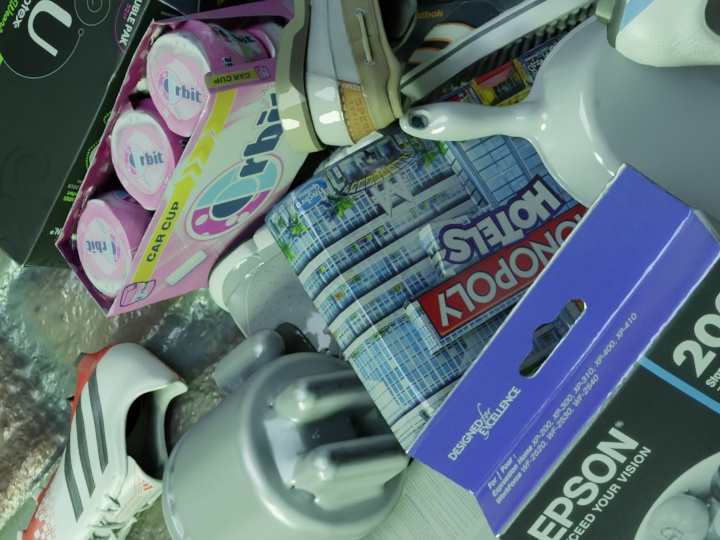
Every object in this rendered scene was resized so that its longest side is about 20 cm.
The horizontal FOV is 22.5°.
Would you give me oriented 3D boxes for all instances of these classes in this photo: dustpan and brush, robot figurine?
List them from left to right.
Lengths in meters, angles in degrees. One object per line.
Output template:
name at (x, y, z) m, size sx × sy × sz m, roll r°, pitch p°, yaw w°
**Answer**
robot figurine at (-0.048, 0.122, 1.071) m, size 0.200 × 0.112 × 0.171 m, roll -39°, pitch 59°, yaw 52°
dustpan and brush at (0.121, -0.085, 0.977) m, size 0.057 × 0.198 × 0.141 m, roll 160°, pitch 107°, yaw -66°

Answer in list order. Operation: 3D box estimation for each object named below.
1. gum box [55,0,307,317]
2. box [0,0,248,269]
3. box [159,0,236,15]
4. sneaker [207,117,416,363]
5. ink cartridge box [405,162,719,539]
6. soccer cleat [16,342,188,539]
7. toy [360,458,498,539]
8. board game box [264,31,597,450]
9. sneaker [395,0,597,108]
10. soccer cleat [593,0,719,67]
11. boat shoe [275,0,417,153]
gum box at (-0.095, -0.072, 1.093) m, size 0.066 × 0.113 × 0.201 m, roll 50°, pitch 133°, yaw 22°
box at (-0.184, -0.120, 1.183) m, size 0.148 × 0.124 × 0.201 m, roll 36°, pitch 105°, yaw 29°
box at (-0.148, -0.259, 1.050) m, size 0.199 × 0.046 × 0.160 m, roll 30°, pitch 133°, yaw 24°
sneaker at (0.000, 0.000, 1.098) m, size 0.200 × 0.075 × 0.116 m, roll -40°, pitch 72°, yaw 35°
ink cartridge box at (0.158, 0.076, 0.931) m, size 0.199 × 0.043 × 0.199 m, roll 30°, pitch 109°, yaw -16°
soccer cleat at (-0.168, 0.148, 1.195) m, size 0.085 × 0.068 × 0.202 m, roll 17°, pitch 92°, yaw 36°
toy at (0.067, 0.160, 1.055) m, size 0.115 × 0.047 × 0.201 m, roll 46°, pitch 115°, yaw 22°
board game box at (0.084, 0.002, 0.991) m, size 0.201 × 0.199 × 0.062 m, roll 57°, pitch 157°, yaw 10°
sneaker at (0.053, -0.144, 1.059) m, size 0.199 × 0.078 × 0.080 m, roll -26°, pitch 80°, yaw 30°
soccer cleat at (0.182, -0.202, 0.926) m, size 0.085 × 0.070 × 0.202 m, roll 15°, pitch 100°, yaw 7°
boat shoe at (-0.001, -0.148, 1.008) m, size 0.068 × 0.075 × 0.202 m, roll -7°, pitch 53°, yaw 14°
